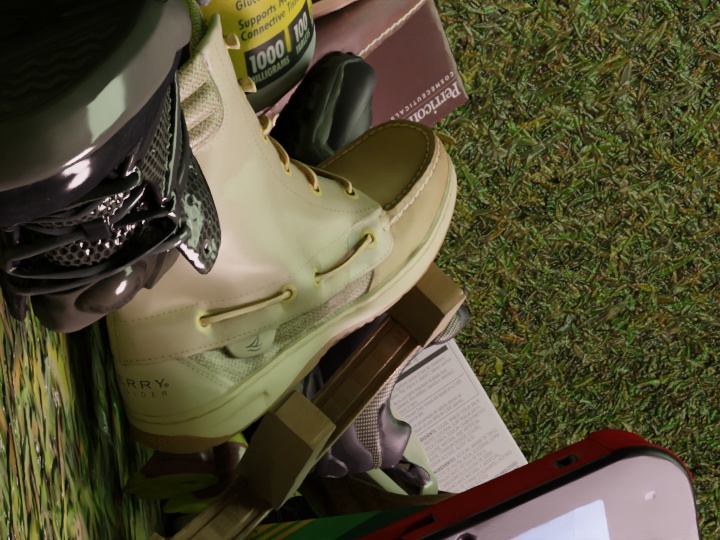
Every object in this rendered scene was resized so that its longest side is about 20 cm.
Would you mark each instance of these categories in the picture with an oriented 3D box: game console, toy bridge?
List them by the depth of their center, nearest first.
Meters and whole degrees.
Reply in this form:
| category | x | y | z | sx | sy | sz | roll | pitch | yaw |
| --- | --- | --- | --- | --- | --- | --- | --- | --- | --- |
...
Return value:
| category | x | y | z | sx | sy | sz | roll | pitch | yaw |
| --- | --- | --- | --- | --- | --- | --- | --- | --- | --- |
| game console | 0.050 | 0.167 | 0.717 | 0.031 | 0.199 | 0.178 | 39 | -33 | 61 |
| toy bridge | -0.032 | 0.075 | 0.749 | 0.027 | 0.200 | 0.067 | 41 | -34 | 7 |

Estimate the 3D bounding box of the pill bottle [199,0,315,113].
| category | x | y | z | sx | sy | sz | roll | pitch | yaw |
| --- | --- | --- | --- | --- | --- | --- | --- | --- | --- |
| pill bottle | -0.085 | -0.173 | 0.819 | 0.113 | 0.112 | 0.201 | -100 | -179 | -48 |

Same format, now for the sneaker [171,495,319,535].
| category | x | y | z | sx | sy | sz | roll | pitch | yaw |
| --- | --- | --- | --- | --- | --- | --- | --- | --- | --- |
| sneaker | -0.035 | 0.168 | 1.003 | 0.200 | 0.115 | 0.076 | 84 | -3 | -73 |

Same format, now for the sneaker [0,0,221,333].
| category | x | y | z | sx | sy | sz | roll | pitch | yaw |
| --- | --- | --- | --- | --- | --- | --- | --- | --- | --- |
| sneaker | -0.075 | -0.027 | 0.502 | 0.200 | 0.076 | 0.115 | -119 | -167 | -71 |

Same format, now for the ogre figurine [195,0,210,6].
| category | x | y | z | sx | sy | sz | roll | pitch | yaw |
| --- | --- | --- | --- | --- | --- | --- | --- | --- | --- |
| ogre figurine | -0.084 | -0.171 | 0.662 | 0.200 | 0.097 | 0.121 | 41 | 55 | -78 |

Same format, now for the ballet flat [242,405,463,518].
| category | x | y | z | sx | sy | sz | roll | pitch | yaw |
| --- | --- | --- | --- | --- | --- | --- | --- | --- | --- |
| ballet flat | -0.020 | 0.083 | 0.912 | 0.200 | 0.068 | 0.073 | 35 | -73 | 33 |

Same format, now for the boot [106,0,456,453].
| category | x | y | z | sx | sy | sz | roll | pitch | yaw |
| --- | --- | --- | --- | --- | --- | --- | --- | --- | --- |
| boot | -0.041 | -0.046 | 0.727 | 0.200 | 0.073 | 0.156 | -43 | 128 | -35 |

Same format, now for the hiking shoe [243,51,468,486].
| category | x | y | z | sx | sy | sz | roll | pitch | yaw |
| --- | --- | --- | --- | --- | --- | --- | --- | --- | --- |
| hiking shoe | 0.000 | 0.000 | 0.863 | 0.076 | 0.100 | 0.201 | 176 | -79 | -71 |

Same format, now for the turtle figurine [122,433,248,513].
| category | x | y | z | sx | sy | sz | roll | pitch | yaw |
| --- | --- | --- | --- | --- | --- | --- | --- | --- | --- |
| turtle figurine | -0.079 | 0.024 | 0.822 | 0.200 | 0.064 | 0.162 | 85 | -4 | -73 |

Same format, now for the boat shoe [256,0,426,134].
| category | x | y | z | sx | sy | sz | roll | pitch | yaw |
| --- | --- | --- | --- | --- | --- | --- | --- | --- | --- |
| boat shoe | -0.042 | -0.104 | 0.948 | 0.070 | 0.199 | 0.071 | 16 | -46 | 60 |

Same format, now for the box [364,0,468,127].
| category | x | y | z | sx | sy | sz | roll | pitch | yaw |
| --- | --- | --- | --- | --- | --- | --- | --- | --- | --- |
| box | -0.021 | -0.162 | 1.059 | 0.075 | 0.100 | 0.201 | 27 | -33 | 49 |

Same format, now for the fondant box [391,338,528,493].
| category | x | y | z | sx | sy | sz | roll | pitch | yaw |
| --- | --- | --- | --- | --- | --- | --- | --- | --- | --- |
| fondant box | 0.005 | 0.066 | 0.989 | 0.201 | 0.058 | 0.144 | 60 | -24 | 0 |

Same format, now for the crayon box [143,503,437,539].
| category | x | y | z | sx | sy | sz | roll | pitch | yaw |
| --- | --- | --- | --- | --- | --- | --- | --- | --- | --- |
| crayon box | 0.000 | 0.184 | 0.827 | 0.201 | 0.171 | 0.059 | 83 | 1 | -50 |
